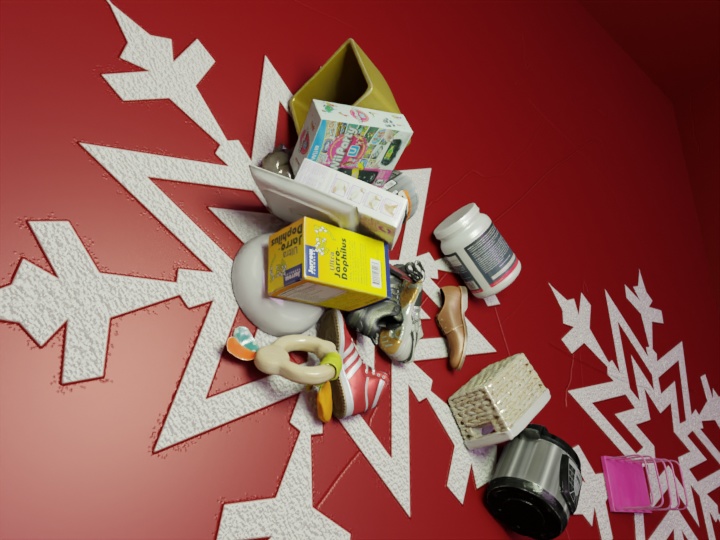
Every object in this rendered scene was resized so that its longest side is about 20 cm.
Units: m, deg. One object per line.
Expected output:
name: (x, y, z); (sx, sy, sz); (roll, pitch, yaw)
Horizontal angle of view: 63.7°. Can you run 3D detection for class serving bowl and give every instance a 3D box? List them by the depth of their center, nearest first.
serving bowl: (-0.134, 0.017, 1.069); (0.199, 0.066, 0.202); (18, 60, -35)

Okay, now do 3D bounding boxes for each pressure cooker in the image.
pressure cooker: (0.377, 0.441, 1.246); (0.178, 0.177, 0.200); (33, 45, 10)

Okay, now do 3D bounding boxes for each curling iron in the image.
curling iron: (0.044, -0.025, 1.172); (0.198, 0.026, 0.050); (23, 97, -13)

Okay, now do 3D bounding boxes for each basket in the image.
basket: (0.305, 0.285, 1.286); (0.199, 0.135, 0.124); (-23, 82, -44)

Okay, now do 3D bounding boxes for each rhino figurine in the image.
rhino figurine: (-0.125, -0.159, 1.164); (0.087, 0.060, 0.201); (-41, 101, -41)

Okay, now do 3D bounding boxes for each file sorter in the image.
file sorter: (0.767, 0.573, 1.560); (0.198, 0.125, 0.141); (18, 60, -35)

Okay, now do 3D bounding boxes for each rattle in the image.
rattle: (-0.140, 0.183, 1.014); (0.197, 0.144, 0.131); (2, 42, -19)

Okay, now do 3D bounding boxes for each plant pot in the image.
plant pot: (-0.005, -0.317, 1.235); (0.199, 0.195, 0.196); (30, 32, -42)

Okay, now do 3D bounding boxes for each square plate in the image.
square plate: (-0.095, -0.106, 1.037); (0.198, 0.198, 0.029); (22, 77, 8)

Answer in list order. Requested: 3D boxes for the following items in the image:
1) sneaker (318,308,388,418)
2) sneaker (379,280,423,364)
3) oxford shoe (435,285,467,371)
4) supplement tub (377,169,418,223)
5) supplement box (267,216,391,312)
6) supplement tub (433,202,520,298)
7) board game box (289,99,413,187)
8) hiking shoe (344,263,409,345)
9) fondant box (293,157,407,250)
sneaker: (-0.012, 0.170, 1.101); (0.111, 0.071, 0.203); (-1, 79, -37)
sneaker: (0.098, 0.106, 1.240); (0.088, 0.075, 0.201); (47, 49, -34)
oxford shoe: (0.206, 0.131, 1.329); (0.070, 0.071, 0.202); (6, 64, -9)
supplement tub: (0.030, -0.128, 1.241); (0.200, 0.122, 0.123); (-39, 97, -44)
supplement box: (-0.053, -0.005, 1.027); (0.199, 0.108, 0.111); (15, 64, -41)
supplement tub: (0.284, -0.047, 1.414); (0.201, 0.140, 0.140); (53, 46, -9)
board game box: (-0.020, -0.238, 1.118); (0.198, 0.148, 0.065); (0, 49, -30)
hiking shoe: (0.053, 0.070, 1.191); (0.101, 0.076, 0.200); (42, 56, 6)
fondant box: (-0.019, -0.116, 1.057); (0.198, 0.144, 0.059); (22, 77, 5)
